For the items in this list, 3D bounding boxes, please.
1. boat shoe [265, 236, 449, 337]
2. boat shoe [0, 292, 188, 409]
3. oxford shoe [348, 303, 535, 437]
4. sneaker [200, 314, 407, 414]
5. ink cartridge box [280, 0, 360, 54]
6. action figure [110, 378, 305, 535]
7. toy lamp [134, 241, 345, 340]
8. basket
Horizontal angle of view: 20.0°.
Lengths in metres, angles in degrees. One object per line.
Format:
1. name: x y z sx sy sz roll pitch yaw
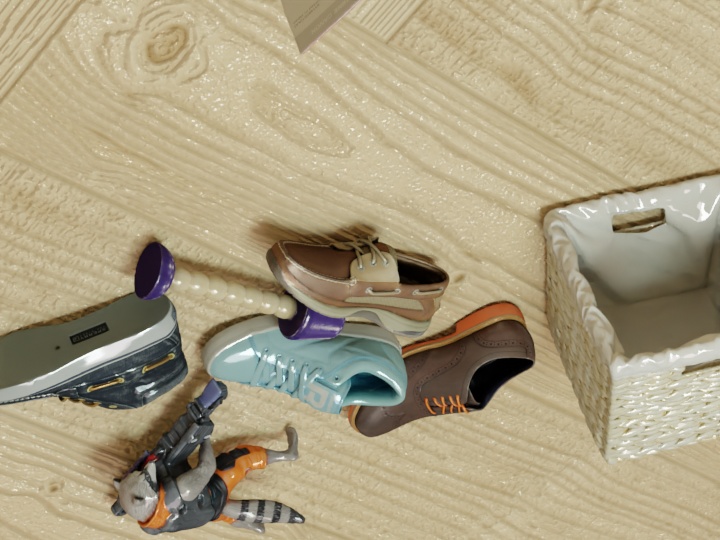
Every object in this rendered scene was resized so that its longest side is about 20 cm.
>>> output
1. boat shoe: 0.000 0.000 1.830 0.199 0.076 0.072 15 122 -44
2. boat shoe: -0.249 0.094 1.814 0.198 0.071 0.091 -19 132 -7
3. oxford shoe: 0.077 0.109 1.958 0.199 0.073 0.071 -34 136 12
4. sneaker: -0.046 0.092 1.886 0.198 0.082 0.074 0 131 -19
5. ink cartridge box: 0.016 -0.264 1.503 0.200 0.177 0.045 -40 134 18
6. action figure: -0.141 0.195 1.932 0.192 0.105 0.201 -3 142 -37
7. toy lamp: -0.103 0.022 1.818 0.199 0.058 0.058 18 124 -31
8. basket: 0.284 0.044 1.895 0.196 0.201 0.162 -12 141 -10
